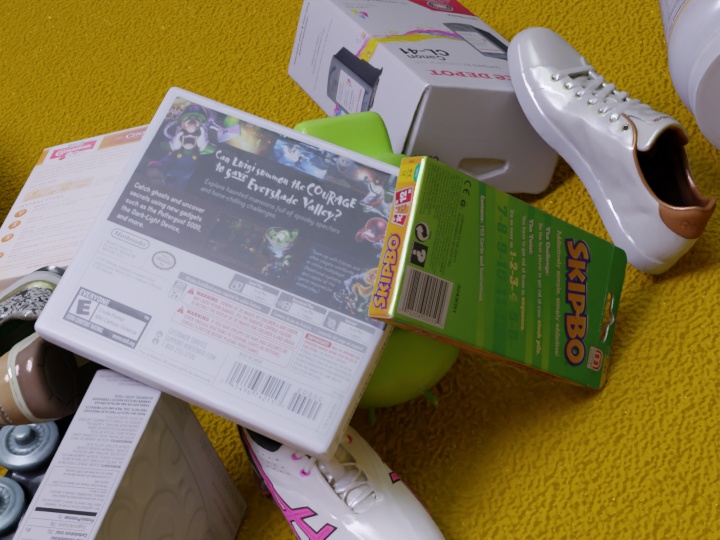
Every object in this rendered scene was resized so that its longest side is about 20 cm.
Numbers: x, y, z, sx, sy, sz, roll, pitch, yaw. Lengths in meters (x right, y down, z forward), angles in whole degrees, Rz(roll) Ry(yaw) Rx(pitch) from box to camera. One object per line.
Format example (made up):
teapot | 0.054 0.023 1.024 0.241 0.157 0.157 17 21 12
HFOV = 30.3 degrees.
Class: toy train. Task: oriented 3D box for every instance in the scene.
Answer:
toy train | -0.207 0.179 0.880 0.113 0.086 0.201 9 48 15

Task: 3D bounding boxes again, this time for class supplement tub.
supplement tub | 0.291 -0.189 0.964 0.144 0.146 0.201 -11 44 15

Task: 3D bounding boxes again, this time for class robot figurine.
robot figurine | 0.000 0.000 0.887 0.115 0.202 0.175 -12 -7 -34

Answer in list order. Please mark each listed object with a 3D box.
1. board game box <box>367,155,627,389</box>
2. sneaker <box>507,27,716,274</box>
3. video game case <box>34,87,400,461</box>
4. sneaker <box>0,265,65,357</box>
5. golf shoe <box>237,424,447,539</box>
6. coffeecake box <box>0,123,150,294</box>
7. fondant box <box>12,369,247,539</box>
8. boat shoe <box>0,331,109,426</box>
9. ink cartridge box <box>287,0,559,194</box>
board game box | 0.092 0.007 0.818 0.030 0.199 0.096 2 76 51
sneaker | 0.179 -0.102 0.917 0.072 0.085 0.201 -19 69 -36
video game case | -0.069 -0.004 0.805 0.199 0.023 0.183 21 70 16
sneaker | -0.282 0.077 0.947 0.200 0.077 0.089 -44 5 6
golf shoe | -0.019 0.134 0.824 0.072 0.092 0.200 -38 45 -17
coffeecake box | -0.202 -0.034 1.070 0.152 0.073 0.201 -11 34 15
fondant box | -0.145 0.182 0.794 0.058 0.145 0.201 2 48 23
boat shoe | -0.206 0.067 0.895 0.076 0.200 0.072 -19 86 12
ink cartridge box | 0.052 -0.144 1.031 0.146 0.086 0.200 -1 30 -31
